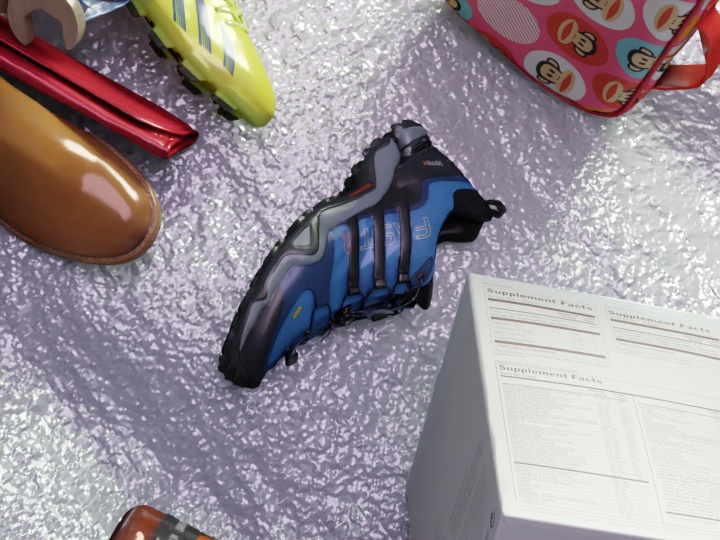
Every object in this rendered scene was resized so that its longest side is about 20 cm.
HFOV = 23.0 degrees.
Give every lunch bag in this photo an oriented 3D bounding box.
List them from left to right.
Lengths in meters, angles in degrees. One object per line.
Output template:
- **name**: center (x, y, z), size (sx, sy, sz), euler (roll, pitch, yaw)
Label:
- **lunch bag**: center (0.144, -0.176, 1.052), size (0.176, 0.200, 0.082), euler (38, 67, 2)

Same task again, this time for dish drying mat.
- **dish drying mat**: center (-0.189, -0.124, 1.036), size (0.199, 0.077, 0.018), euler (29, 103, 2)

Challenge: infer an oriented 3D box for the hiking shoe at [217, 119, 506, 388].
- **hiking shoe**: center (0.000, 0.000, 1.019), size (0.087, 0.074, 0.200), euler (38, 66, 6)

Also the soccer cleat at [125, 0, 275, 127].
- **soccer cleat**: center (-0.104, -0.175, 1.069), size (0.083, 0.065, 0.201), euler (-37, 76, -5)

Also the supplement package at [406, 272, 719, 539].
- **supplement package**: center (0.115, 0.127, 0.904), size (0.149, 0.153, 0.201), euler (9, 32, -8)

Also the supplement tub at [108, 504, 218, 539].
- **supplement tub**: center (-0.052, 0.208, 0.908), size (0.199, 0.107, 0.108), euler (27, 66, -1)

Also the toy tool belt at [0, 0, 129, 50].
- **toy tool belt**: center (-0.178, -0.191, 1.014), size (0.124, 0.124, 0.200), euler (-26, 56, -38)

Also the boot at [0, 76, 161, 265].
- **boot**: center (-0.202, -0.080, 0.959), size (0.200, 0.155, 0.077), euler (41, 85, 7)
